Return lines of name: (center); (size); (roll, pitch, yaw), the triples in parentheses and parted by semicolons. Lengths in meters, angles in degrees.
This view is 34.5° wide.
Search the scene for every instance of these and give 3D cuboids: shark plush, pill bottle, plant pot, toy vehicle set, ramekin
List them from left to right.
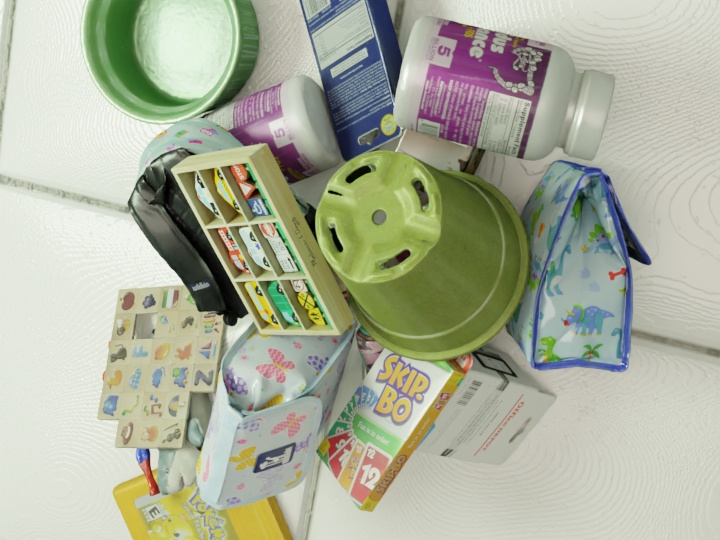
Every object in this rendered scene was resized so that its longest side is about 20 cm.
shark plush: (-0.229, 0.163, 1.402); (0.083, 0.091, 0.202); (-21, 80, 9)
ramekin: (-0.214, -0.272, 1.344); (0.198, 0.098, 0.203); (2, 99, 16)
pill bottle: (-0.129, -0.139, 1.332); (0.198, 0.112, 0.113); (-20, 93, 19)
toy vehicle set: (-0.095, -0.025, 1.138); (0.124, 0.027, 0.201); (-4, 121, 46)
plant pot: (0.045, -0.029, 1.108); (0.198, 0.190, 0.202); (-5, 75, 20)
pill bottle: (0.140, -0.172, 1.125); (0.198, 0.112, 0.114); (14, 102, 5)

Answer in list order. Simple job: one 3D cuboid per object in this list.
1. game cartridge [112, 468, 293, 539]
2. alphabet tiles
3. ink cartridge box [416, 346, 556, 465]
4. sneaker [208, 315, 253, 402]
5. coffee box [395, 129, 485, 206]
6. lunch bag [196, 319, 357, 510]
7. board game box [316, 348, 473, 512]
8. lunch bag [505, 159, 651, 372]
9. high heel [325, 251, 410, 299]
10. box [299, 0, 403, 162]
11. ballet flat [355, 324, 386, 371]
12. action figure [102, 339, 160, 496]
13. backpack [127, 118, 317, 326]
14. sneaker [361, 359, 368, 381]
game cartridge: (-0.197, 0.321, 1.465); (0.198, 0.032, 0.178); (-24, 91, 19)
alphabet tiles: (-0.240, 0.114, 1.397); (0.165, 0.008, 0.202); (-4, 70, 26)
ink cartridge box: (0.116, 0.146, 1.294); (0.116, 0.199, 0.068); (-53, 48, 17)
sneaker: (-0.128, 0.071, 1.389); (0.200, 0.075, 0.081); (-43, 77, 17)
coffee box: (0.101, -0.156, 1.262); (0.079, 0.113, 0.202); (27, 106, 10)
lunch bag: (-0.097, 0.149, 1.251); (0.126, 0.200, 0.171); (27, 130, 12)
board game box: (0.034, 0.144, 1.214); (0.201, 0.030, 0.096); (-55, 46, 12)
lunch bag: (0.221, -0.011, 1.210); (0.126, 0.170, 0.203); (0, 99, -4)
high heel: (0.000, 0.000, 1.267); (0.199, 0.096, 0.068); (-8, 115, 48)
box: (-0.003, -0.232, 1.281); (0.121, 0.032, 0.202); (-18, 85, 54)
ballet flat: (0.084, 0.060, 1.296); (0.069, 0.199, 0.072); (33, 142, 51)
action figure: (-0.274, 0.178, 1.449); (0.065, 0.052, 0.202); (-26, 81, 12)
backpack: (-0.154, -0.063, 1.243); (0.167, 0.127, 0.200); (-42, 112, 16)
sneaker: (0.040, 0.064, 1.335); (0.072, 0.071, 0.203); (2, 98, 16)
